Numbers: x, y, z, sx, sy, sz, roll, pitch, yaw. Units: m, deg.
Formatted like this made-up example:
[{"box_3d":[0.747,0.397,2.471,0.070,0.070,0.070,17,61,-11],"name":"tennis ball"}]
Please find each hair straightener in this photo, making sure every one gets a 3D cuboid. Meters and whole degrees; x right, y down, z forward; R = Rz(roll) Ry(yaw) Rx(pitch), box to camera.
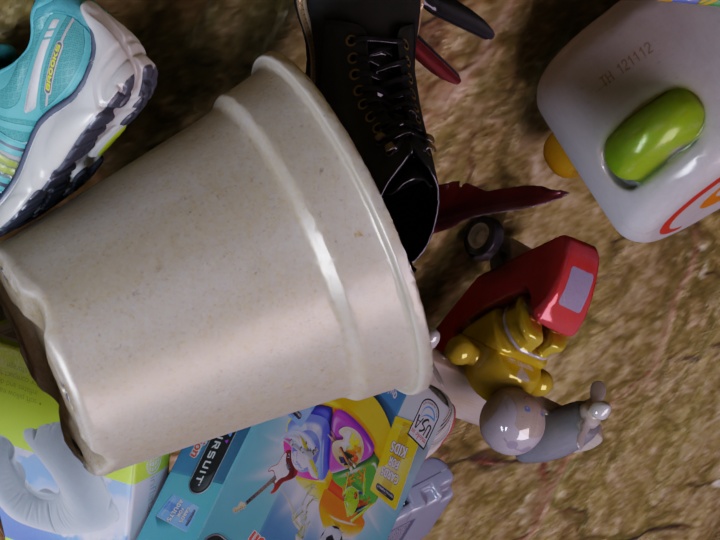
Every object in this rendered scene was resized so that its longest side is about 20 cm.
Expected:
[{"box_3d":[0.028,-0.177,1.640,0.077,0.041,0.200,-52,145,3],"name":"hair straightener"}]

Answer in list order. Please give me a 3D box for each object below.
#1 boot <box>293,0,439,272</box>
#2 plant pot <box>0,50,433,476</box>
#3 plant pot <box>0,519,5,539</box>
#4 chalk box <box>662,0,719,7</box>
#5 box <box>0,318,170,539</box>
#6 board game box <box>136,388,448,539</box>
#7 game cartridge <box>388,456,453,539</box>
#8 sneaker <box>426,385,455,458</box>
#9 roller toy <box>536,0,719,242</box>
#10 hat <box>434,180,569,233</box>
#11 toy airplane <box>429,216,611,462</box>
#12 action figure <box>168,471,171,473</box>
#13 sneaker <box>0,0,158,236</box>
[{"box_3d":[0.016,-0.106,1.527,0.077,0.138,0.201,-5,112,-17],"name":"boot"},{"box_3d":[-0.087,0.013,1.487,0.183,0.201,0.201,-26,147,-13],"name":"plant pot"},{"box_3d":[-0.274,0.095,1.447,0.186,0.200,0.187,-31,150,-21],"name":"plant pot"},{"box_3d":[0.165,-0.238,1.631,0.200,0.124,0.124,-1,130,-49],"name":"chalk box"},{"box_3d":[-0.172,0.138,1.621,0.048,0.122,0.201,-26,127,-58],"name":"box"},{"box_3d":[-0.040,0.127,1.638,0.151,0.047,0.201,44,64,-44],"name":"board game box"},{"box_3d":[-0.032,0.205,2.011,0.199,0.041,0.133,-26,160,-20],"name":"game cartridge"},{"box_3d":[-0.027,0.075,1.773,0.199,0.078,0.082,13,135,-25],"name":"sneaker"},{"box_3d":[0.211,-0.119,1.802,0.182,0.140,0.200,-31,170,-10],"name":"roller toy"},{"box_3d":[0.000,0.000,1.679,0.165,0.176,0.200,-31,148,-21],"name":"hat"},{"box_3d":[0.075,0.079,1.910,0.199,0.141,0.200,-16,134,-12],"name":"toy airplane"},{"box_3d":[-0.083,0.132,1.704,0.200,0.069,0.130,-34,131,-8],"name":"action figure"},{"box_3d":[-0.174,-0.078,1.474,0.077,0.080,0.200,-34,172,-46],"name":"sneaker"}]
